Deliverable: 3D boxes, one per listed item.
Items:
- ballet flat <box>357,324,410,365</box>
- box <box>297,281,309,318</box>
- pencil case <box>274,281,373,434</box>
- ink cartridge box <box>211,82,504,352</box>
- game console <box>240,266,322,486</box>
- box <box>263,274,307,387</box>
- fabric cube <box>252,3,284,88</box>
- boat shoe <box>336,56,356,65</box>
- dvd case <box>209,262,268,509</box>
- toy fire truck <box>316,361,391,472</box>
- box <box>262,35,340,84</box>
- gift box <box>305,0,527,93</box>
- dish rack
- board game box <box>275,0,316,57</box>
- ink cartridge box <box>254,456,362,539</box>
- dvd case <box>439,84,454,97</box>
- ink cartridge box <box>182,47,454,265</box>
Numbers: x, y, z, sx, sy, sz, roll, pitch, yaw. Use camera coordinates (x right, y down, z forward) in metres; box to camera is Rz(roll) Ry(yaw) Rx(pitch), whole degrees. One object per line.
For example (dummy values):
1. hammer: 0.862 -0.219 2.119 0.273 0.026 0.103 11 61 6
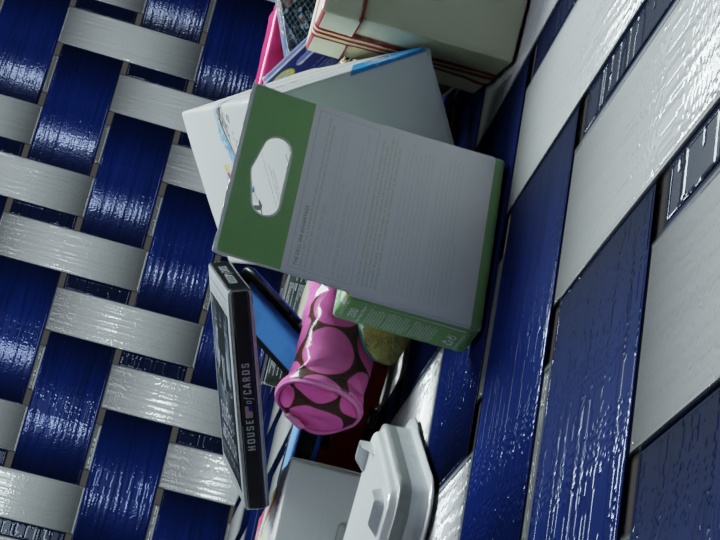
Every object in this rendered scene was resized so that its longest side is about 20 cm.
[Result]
1. ballet flat: 0.039 -0.011 1.383 0.071 0.070 0.201 112 168 -52
2. box: 0.000 0.000 1.542 0.201 0.094 0.078 113 171 -47
3. pencil case: -0.027 0.053 1.396 0.093 0.091 0.201 -24 37 33
4. ink cartridge box: -0.001 -0.038 1.113 0.048 0.198 0.147 121 163 -61
5. game console: -0.091 0.112 1.530 0.200 0.117 0.172 122 164 -73
6. box: -0.044 0.043 1.793 0.193 0.047 0.202 27 -103 -77
7. fabric cube: -0.032 -0.179 1.781 0.200 0.194 0.202 -141 64 -83
8. boat shoe: 0.043 -0.226 1.435 0.200 0.070 0.071 -48 -42 -29
9. dvd case: -0.115 0.103 1.439 0.150 0.024 0.202 -143 49 -74
10. toy fire truck: -0.012 0.136 1.539 0.141 0.048 0.202 -114 39 -81
11. box: -0.017 -0.199 1.511 0.121 0.033 0.200 -41 -23 11
12. gift box: 0.046 -0.272 1.304 0.185 0.185 0.202 139 144 -79
13. dish rack: 0.009 0.211 1.190 0.200 0.043 0.173 -110 35 -78
14. board game box: -0.012 -0.220 1.651 0.035 0.134 0.202 130 131 -76
15. ink cartridge box: -0.056 0.278 1.447 0.200 0.083 0.146 116 167 -62
16. dvd case: 0.019 -0.144 1.496 0.199 0.025 0.150 -38 11 4
17. ink cartridge box: -0.032 -0.092 1.296 0.199 0.146 0.146 5 113 62
